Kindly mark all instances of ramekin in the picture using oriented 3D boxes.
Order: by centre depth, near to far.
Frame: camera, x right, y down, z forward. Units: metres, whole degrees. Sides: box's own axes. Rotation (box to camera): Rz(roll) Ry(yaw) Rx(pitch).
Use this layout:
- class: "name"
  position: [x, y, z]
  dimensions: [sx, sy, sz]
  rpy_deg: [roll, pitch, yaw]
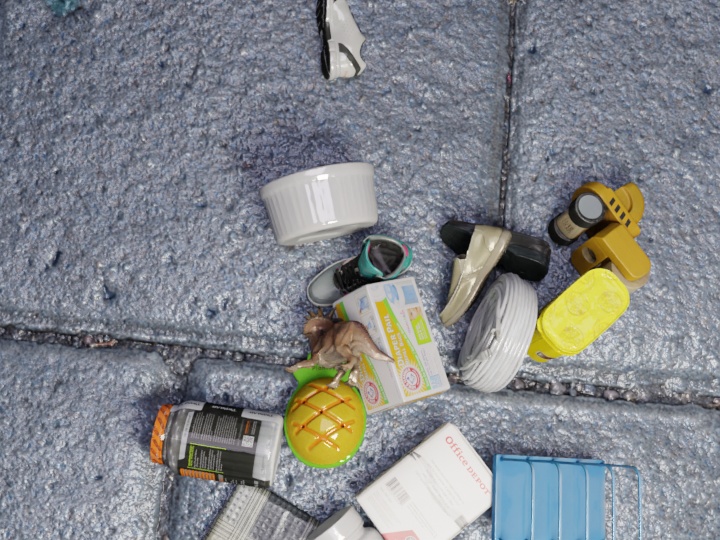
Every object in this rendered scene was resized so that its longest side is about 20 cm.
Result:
- class: "ramekin"
  position: [-0.065, -0.108, 1.406]
  dimensions: [0.200, 0.200, 0.098]
  rpy_deg: [-12, 87, -4]

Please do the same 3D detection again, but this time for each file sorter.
- class: "file sorter"
  position: [0.321, 0.362, 1.297]
  dimensions: [0.199, 0.123, 0.139]
  rpy_deg: [7, 77, -16]

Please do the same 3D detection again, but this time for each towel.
- class: "towel"
  position: [-0.167, 0.472, 1.371]
  dimensions: [0.192, 0.035, 0.200]
  rpy_deg: [30, 77, 2]

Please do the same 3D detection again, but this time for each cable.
- class: "cable"
  position: [0.225, 0.101, 1.368]
  dimensions: [0.069, 0.200, 0.201]
  rpy_deg: [23, 57, -2]

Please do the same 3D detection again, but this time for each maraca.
- class: "maraca"
  position: [-0.059, 0.228, 1.383]
  dimensions: [0.136, 0.107, 0.201]
  rpy_deg: [-2, 63, 1]

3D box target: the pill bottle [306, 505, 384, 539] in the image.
- class: "pill bottle"
  position: [0.008, 0.482, 1.320]
  dimensions: [0.113, 0.113, 0.200]
  rpy_deg: [-37, 86, -8]

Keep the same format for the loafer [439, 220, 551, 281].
- class: "loafer"
  position: [0.239, -0.047, 1.471]
  dimensions: [0.199, 0.073, 0.072]
  rpy_deg: [23, 50, 5]

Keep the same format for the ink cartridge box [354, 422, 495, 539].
- class: "ink cartridge box"
  position: [0.111, 0.367, 1.368]
  dimensions: [0.200, 0.083, 0.147]
  rpy_deg: [-36, 82, -9]

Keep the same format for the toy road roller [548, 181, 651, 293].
- class: "toy road roller"
  position: [0.440, -0.064, 1.448]
  dimensions: [0.146, 0.123, 0.200]
  rpy_deg: [-30, 80, -18]

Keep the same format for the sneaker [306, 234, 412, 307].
- class: "sneaker"
  position: [0.000, 0.000, 1.419]
  dimensions: [0.199, 0.121, 0.084]
  rpy_deg: [-25, 79, -5]

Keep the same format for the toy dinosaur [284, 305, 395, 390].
- class: "toy dinosaur"
  position: [-0.035, 0.112, 1.341]
  dimensions: [0.199, 0.086, 0.136]
  rpy_deg: [-10, 52, 37]

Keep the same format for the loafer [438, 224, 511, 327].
- class: "loafer"
  position: [0.184, 0.005, 1.424]
  dimensions: [0.068, 0.076, 0.200]
  rpy_deg: [34, 107, 12]

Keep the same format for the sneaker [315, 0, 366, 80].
- class: "sneaker"
  position: [-0.035, -0.447, 1.544]
  dimensions: [0.080, 0.074, 0.201]
  rpy_deg: [-3, 83, -17]

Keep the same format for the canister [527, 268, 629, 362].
- class: "canister"
  position: [0.343, 0.080, 1.372]
  dimensions: [0.148, 0.200, 0.087]
  rpy_deg: [-41, 82, -8]

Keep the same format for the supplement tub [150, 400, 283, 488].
- class: "supplement tub"
  position: [-0.231, 0.280, 1.357]
  dimensions: [0.199, 0.123, 0.123]
  rpy_deg: [10, 78, 0]

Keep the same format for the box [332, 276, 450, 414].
- class: "box"
  position: [0.050, 0.125, 1.385]
  dimensions: [0.112, 0.101, 0.201]
  rpy_deg: [-10, 77, -40]
